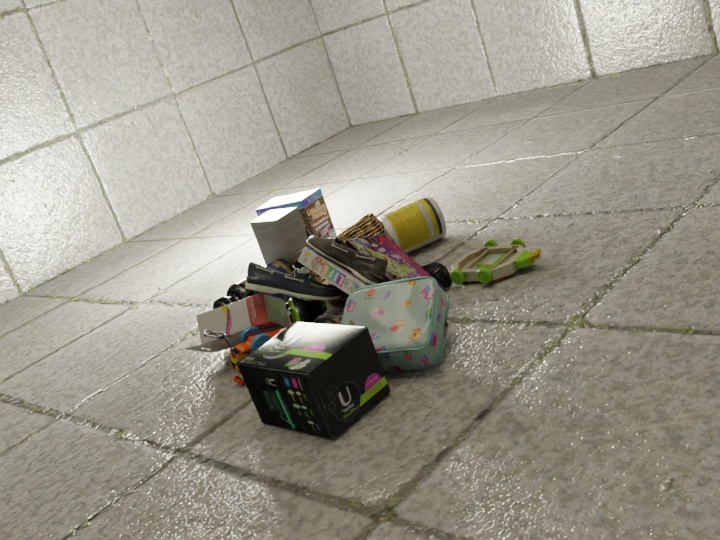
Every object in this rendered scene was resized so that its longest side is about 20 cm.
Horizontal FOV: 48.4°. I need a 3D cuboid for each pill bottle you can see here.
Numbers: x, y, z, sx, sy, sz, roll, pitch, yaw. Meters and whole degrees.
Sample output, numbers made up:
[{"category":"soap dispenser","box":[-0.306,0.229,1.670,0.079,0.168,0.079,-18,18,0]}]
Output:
[{"category":"pill bottle","box":[0.103,-0.096,1.968,0.198,0.113,0.111,-24,18,-13]},{"category":"pill bottle","box":[-0.241,0.063,1.868,0.199,0.113,0.111,-32,21,-35]}]

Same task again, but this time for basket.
[{"category":"basket","box":[0.000,0.000,1.814,0.199,0.149,0.143,-34,52,-4]}]

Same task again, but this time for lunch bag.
[{"category":"lunch bag","box":[0.062,0.093,1.406,0.198,0.077,0.162,-9,52,29]}]

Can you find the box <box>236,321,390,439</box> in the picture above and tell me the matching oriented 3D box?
[{"category":"box","box":[-0.079,0.177,1.332,0.199,0.126,0.148,-1,26,48]}]

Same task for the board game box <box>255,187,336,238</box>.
[{"category":"board game box","box":[-0.158,-0.096,2.103,0.158,0.202,0.097,-8,20,34]}]

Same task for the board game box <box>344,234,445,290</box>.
[{"category":"board game box","box":[0.068,-0.005,1.641,0.119,0.033,0.200,-4,38,-47]}]

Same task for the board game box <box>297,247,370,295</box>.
[{"category":"board game box","box":[-0.017,0.020,1.626,0.199,0.035,0.134,32,8,36]}]

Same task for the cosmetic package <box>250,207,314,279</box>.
[{"category":"cosmetic package","box":[-0.183,-0.045,1.978,0.107,0.202,0.085,1,28,42]}]

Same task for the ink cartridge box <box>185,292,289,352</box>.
[{"category":"ink cartridge box","box":[-0.262,0.113,1.678,0.198,0.068,0.116,-19,-16,15]}]

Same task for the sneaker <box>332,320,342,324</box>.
[{"category":"sneaker","box":[-0.039,0.129,1.525,0.197,0.074,0.077,-7,-7,8]}]

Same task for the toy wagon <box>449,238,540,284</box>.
[{"category":"toy wagon","box":[0.284,-0.017,1.656,0.198,0.040,0.155,-2,25,44]}]

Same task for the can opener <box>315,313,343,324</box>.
[{"category":"can opener","box":[-0.013,0.117,1.567,0.198,0.054,0.067,-6,35,37]}]

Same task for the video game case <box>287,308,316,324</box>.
[{"category":"video game case","box":[-0.173,0.133,1.742,0.142,0.018,0.200,-24,18,-15]}]

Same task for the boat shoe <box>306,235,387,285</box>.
[{"category":"boat shoe","box":[-0.024,-0.034,1.608,0.199,0.057,0.067,32,7,32]}]

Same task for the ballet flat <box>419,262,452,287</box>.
[{"category":"ballet flat","box":[0.119,0.020,1.734,0.066,0.057,0.199,-46,21,-26]}]

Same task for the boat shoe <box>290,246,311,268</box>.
[{"category":"boat shoe","box":[-0.069,-0.020,1.925,0.197,0.076,0.073,-6,18,-23]}]

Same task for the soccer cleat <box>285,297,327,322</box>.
[{"category":"soccer cleat","box":[-0.110,0.079,1.654,0.080,0.068,0.200,-17,3,-3]}]

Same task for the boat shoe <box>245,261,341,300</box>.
[{"category":"boat shoe","box":[-0.132,0.022,1.613,0.197,0.063,0.075,8,-1,-8]}]

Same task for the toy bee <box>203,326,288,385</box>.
[{"category":"toy bee","box":[-0.216,0.167,1.580,0.197,0.110,0.131,5,12,-14]}]
